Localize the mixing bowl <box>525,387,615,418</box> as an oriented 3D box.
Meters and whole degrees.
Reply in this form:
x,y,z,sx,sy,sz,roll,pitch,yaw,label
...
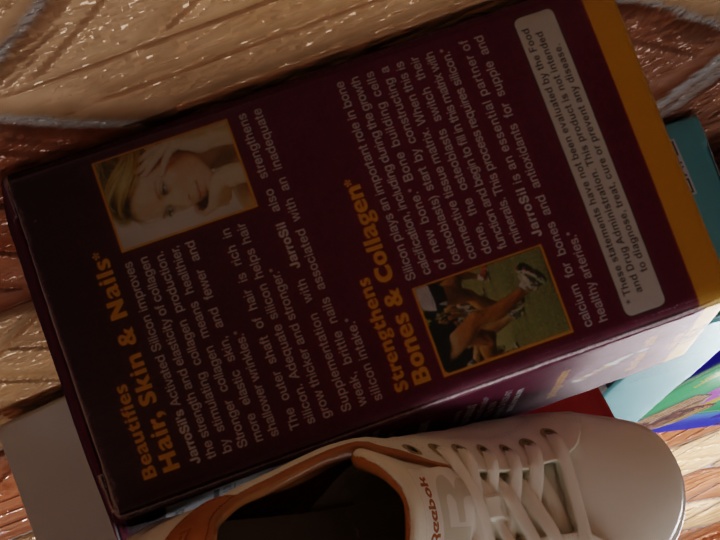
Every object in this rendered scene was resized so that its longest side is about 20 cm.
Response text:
x,y,z,sx,sy,sz,roll,pitch,yaw,label
0.012,0.068,0.950,0.199,0.109,0.200,-2,159,-1,mixing bowl

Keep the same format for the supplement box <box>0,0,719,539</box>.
x,y,z,sx,sy,sz,roll,pitch,yaw,label
0.000,0.000,0.824,0.199,0.111,0.086,-19,168,-7,supplement box

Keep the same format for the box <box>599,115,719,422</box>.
x,y,z,sx,sy,sz,roll,pitch,yaw,label
0.106,0.012,1.110,0.049,0.083,0.200,-17,166,-15,box

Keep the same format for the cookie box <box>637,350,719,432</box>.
x,y,z,sx,sy,sz,roll,pitch,yaw,label
0.196,0.014,1.282,0.171,0.076,0.200,-30,165,28,cookie box

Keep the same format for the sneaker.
x,y,z,sx,sy,sz,roll,pitch,yaw,label
0.027,0.082,0.783,0.199,0.073,0.085,-12,168,-29,sneaker

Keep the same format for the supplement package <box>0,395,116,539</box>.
x,y,z,sx,sy,sz,roll,pitch,yaw,label
-0.021,0.106,1.145,0.190,0.148,0.200,-24,167,7,supplement package
